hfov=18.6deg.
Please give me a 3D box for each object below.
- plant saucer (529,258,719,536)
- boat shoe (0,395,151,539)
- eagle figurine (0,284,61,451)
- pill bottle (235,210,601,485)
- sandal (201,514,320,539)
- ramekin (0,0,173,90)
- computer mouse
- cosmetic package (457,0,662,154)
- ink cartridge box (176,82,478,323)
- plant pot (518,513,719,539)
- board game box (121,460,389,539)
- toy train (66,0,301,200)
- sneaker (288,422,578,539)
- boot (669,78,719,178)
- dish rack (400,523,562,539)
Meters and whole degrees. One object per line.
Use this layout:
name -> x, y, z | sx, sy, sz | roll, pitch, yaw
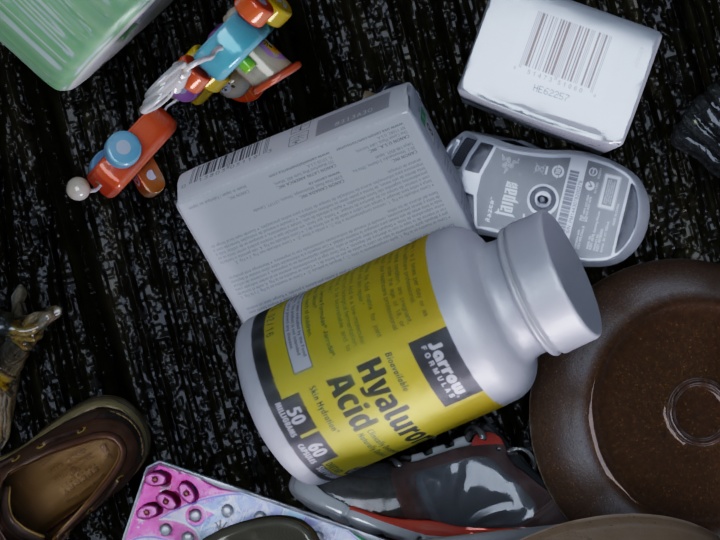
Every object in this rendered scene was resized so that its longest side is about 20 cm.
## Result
plant saucer -> 0.205, 0.089, 1.352 | 0.200, 0.037, 0.201 | 1, 80, -8
boat shoe -> -0.222, 0.153, 1.386 | 0.200, 0.068, 0.072 | -37, 96, 4
eagle figurine -> -0.285, 0.047, 1.323 | 0.200, 0.151, 0.152 | -1, 92, -35
pill bottle -> 0.036, 0.041, 1.295 | 0.200, 0.111, 0.112 | -26, 89, 16
sandal -> -0.116, 0.212, 1.363 | 0.199, 0.054, 0.081 | -17, 89, 4
ramekin -> -0.149, -0.200, 1.321 | 0.200, 0.200, 0.098 | -43, 96, 3
computer mouse -> 0.083, -0.048, 1.382 | 0.199, 0.044, 0.110 | 15, 87, 9
cosmetic package -> 0.115, -0.118, 1.298 | 0.101, 0.200, 0.074 | 20, 92, 4
ink cartridge box -> 0.000, 0.000, 1.364 | 0.161, 0.050, 0.200 | -21, 118, 15
plant pot -> 0.144, 0.241, 1.284 | 0.200, 0.093, 0.201 | -7, 133, -8
board game box -> -0.074, 0.247, 1.402 | 0.199, 0.026, 0.200 | 19, 92, 4
toy train -> -0.100, -0.098, 1.335 | 0.056, 0.200, 0.150 | 43, 69, -6
sneaker -> 0.056, 0.133, 1.375 | 0.199, 0.077, 0.082 | 11, 83, -7
boot -> 0.246, -0.035, 1.328 | 0.158, 0.079, 0.211 | 43, 61, -2
dish rack -> 0.083, 0.212, 1.335 | 0.199, 0.044, 0.172 | -5, 133, -7
